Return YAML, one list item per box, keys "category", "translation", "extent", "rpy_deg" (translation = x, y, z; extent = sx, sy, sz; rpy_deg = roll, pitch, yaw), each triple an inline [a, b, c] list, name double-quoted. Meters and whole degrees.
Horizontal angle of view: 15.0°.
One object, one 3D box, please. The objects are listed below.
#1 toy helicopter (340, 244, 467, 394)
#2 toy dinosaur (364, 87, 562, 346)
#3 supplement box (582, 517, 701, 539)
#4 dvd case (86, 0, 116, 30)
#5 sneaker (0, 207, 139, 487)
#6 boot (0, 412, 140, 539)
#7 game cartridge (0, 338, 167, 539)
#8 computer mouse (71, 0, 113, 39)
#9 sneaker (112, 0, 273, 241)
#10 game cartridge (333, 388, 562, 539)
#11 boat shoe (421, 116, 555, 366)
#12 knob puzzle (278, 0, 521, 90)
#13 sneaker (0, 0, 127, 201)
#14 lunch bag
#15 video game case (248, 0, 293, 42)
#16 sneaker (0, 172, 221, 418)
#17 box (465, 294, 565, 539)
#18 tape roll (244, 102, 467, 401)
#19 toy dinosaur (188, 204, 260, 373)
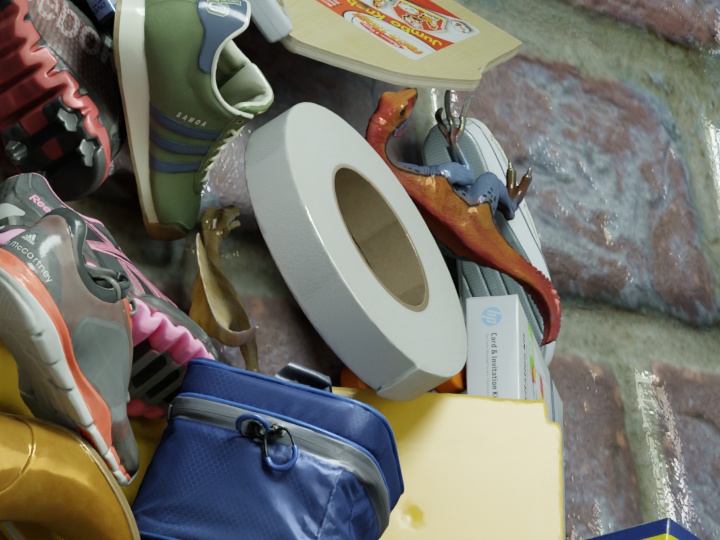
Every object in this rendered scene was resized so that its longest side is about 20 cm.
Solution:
- category: "toy helicopter"
  translation: [0.000, 0.000, 1.867]
  extent: [0.200, 0.079, 0.133]
  rpy_deg: [55, 23, -31]
- category: "toy dinosaur"
  translation: [0.066, -0.056, 1.889]
  extent: [0.200, 0.105, 0.181]
  rpy_deg: [46, 12, 20]
- category: "supplement box"
  translation: [0.206, 0.299, 1.979]
  extent: [0.109, 0.109, 0.201]
  rpy_deg: [36, 48, -38]
- category: "dvd case"
  translation: [-0.170, -0.248, 1.742]
  extent: [0.201, 0.018, 0.143]
  rpy_deg: [59, 30, 6]
- category: "sneaker"
  translation: [-0.150, 0.044, 1.545]
  extent: [0.082, 0.077, 0.200]
  rpy_deg: [-45, 145, -22]
- category: "boot"
  translation: [-0.222, 0.125, 1.499]
  extent: [0.201, 0.071, 0.144]
  rpy_deg: [53, 50, -14]
- category: "game cartridge"
  translation: [-0.179, 0.087, 1.640]
  extent: [0.177, 0.032, 0.200]
  rpy_deg: [56, 36, -20]
- category: "computer mouse"
  translation: [-0.155, -0.169, 1.770]
  extent: [0.200, 0.053, 0.139]
  rpy_deg: [52, 33, -11]
- category: "sneaker"
  translation: [-0.098, -0.094, 1.694]
  extent: [0.201, 0.089, 0.067]
  rpy_deg: [84, 4, -46]
- category: "game cartridge"
  translation: [0.030, 0.164, 1.757]
  extent: [0.199, 0.032, 0.177]
  rpy_deg: [5, 65, -6]
- category: "boat shoe"
  translation: [0.106, -0.020, 2.019]
  extent: [0.067, 0.073, 0.201]
  rpy_deg: [-25, 101, -62]
- category: "knob puzzle"
  translation: [-0.004, -0.170, 1.901]
  extent: [0.219, 0.031, 0.220]
  rpy_deg: [19, 27, -10]
- category: "sneaker"
  translation: [-0.203, -0.143, 1.676]
  extent: [0.201, 0.071, 0.098]
  rpy_deg: [61, 30, -9]
- category: "lunch bag"
  translation: [-0.053, 0.130, 1.623]
  extent: [0.200, 0.135, 0.133]
  rpy_deg: [81, 25, -67]
- category: "video game case"
  translation: [-0.117, -0.265, 1.802]
  extent: [0.200, 0.022, 0.182]
  rpy_deg: [53, 11, -32]
- category: "sneaker"
  translation: [-0.152, 0.012, 1.635]
  extent: [0.200, 0.079, 0.096]
  rpy_deg: [42, 29, -37]
- category: "box"
  translation: [0.110, 0.127, 1.917]
  extent: [0.200, 0.041, 0.157]
  rpy_deg: [61, 27, -61]
- category: "tape roll"
  translation: [-0.001, -0.012, 1.744]
  extent: [0.203, 0.037, 0.203]
  rpy_deg: [50, 21, -26]
- category: "toy dinosaur"
  translation: [-0.091, 0.030, 1.721]
  extent: [0.200, 0.058, 0.102]
  rpy_deg: [-104, -177, -63]
